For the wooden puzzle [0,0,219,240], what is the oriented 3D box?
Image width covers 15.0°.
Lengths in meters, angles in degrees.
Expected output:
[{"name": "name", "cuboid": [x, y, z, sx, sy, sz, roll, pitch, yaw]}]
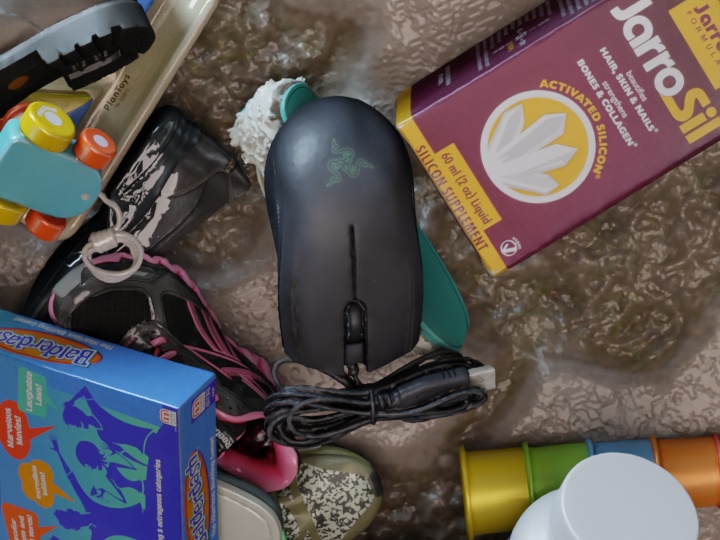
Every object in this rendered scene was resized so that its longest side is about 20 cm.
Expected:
[{"name": "wooden puzzle", "cuboid": [-0.207, -0.143, 1.589, 0.199, 0.046, 0.186, 32, 90, -7]}]

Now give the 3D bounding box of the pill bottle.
[{"name": "pill bottle", "cuboid": [0.130, 0.201, 1.633, 0.112, 0.113, 0.200, 17, 137, -4]}]

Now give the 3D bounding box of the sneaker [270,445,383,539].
[{"name": "sneaker", "cuboid": [-0.079, 0.172, 1.681, 0.199, 0.089, 0.077, -21, 106, 7]}]

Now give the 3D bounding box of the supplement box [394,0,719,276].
[{"name": "supplement box", "cuboid": [0.131, -0.101, 1.597, 0.199, 0.086, 0.111, -31, 103, 9]}]

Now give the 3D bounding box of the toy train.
[{"name": "toy train", "cuboid": [-0.227, -0.032, 1.531, 0.199, 0.056, 0.151, -12, 132, -5]}]

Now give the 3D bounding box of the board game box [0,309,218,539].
[{"name": "board game box", "cuboid": [-0.178, 0.107, 1.593, 0.199, 0.045, 0.153, 15, 124, 24]}]

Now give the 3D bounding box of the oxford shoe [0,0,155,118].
[{"name": "oxford shoe", "cuboid": [-0.222, -0.128, 1.543, 0.199, 0.073, 0.085, -22, 76, -5]}]

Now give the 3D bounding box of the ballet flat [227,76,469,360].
[{"name": "ballet flat", "cuboid": [-0.009, -0.027, 1.642, 0.072, 0.072, 0.200, -32, 102, 10]}]

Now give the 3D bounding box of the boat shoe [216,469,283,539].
[{"name": "boat shoe", "cuboid": [-0.129, 0.128, 1.648, 0.199, 0.062, 0.073, 7, 122, 25]}]

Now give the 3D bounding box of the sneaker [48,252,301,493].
[{"name": "sneaker", "cuboid": [-0.101, 0.066, 1.614, 0.079, 0.096, 0.200, -41, 128, 12]}]

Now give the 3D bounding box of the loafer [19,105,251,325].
[{"name": "loafer", "cuboid": [-0.145, 0.000, 1.642, 0.072, 0.073, 0.200, 34, 106, -13]}]

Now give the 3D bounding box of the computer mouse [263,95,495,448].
[{"name": "computer mouse", "cuboid": [0.000, 0.000, 1.577, 0.138, 0.053, 0.201, -10, 99, -7]}]

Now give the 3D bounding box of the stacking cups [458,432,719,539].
[{"name": "stacking cups", "cuboid": [0.161, 0.129, 1.678, 0.199, 0.061, 0.061, -5, 107, 3]}]
